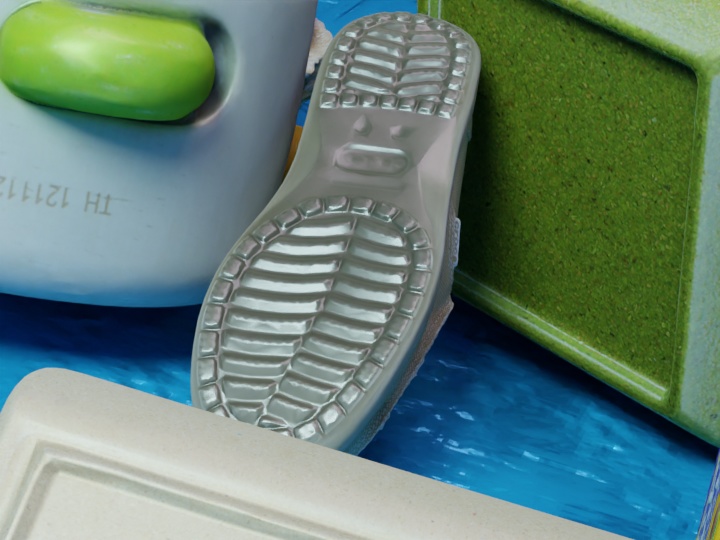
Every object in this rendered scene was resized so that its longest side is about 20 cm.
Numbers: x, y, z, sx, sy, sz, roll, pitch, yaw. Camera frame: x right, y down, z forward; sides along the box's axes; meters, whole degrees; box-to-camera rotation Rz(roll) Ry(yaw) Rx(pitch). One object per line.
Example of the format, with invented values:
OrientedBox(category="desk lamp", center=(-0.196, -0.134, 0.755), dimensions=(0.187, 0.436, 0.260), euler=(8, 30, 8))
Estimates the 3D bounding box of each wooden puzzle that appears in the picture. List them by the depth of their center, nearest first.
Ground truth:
OrientedBox(category="wooden puzzle", center=(-0.020, 0.125, 0.572), dimensions=(0.184, 0.037, 0.201), euler=(16, 54, 9))

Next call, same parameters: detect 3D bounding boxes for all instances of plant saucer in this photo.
OrientedBox(category="plant saucer", center=(0.082, -0.042, 0.953), dimensions=(0.048, 0.201, 0.200), euler=(-23, 38, -35))

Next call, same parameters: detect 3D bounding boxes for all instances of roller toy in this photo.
OrientedBox(category="roller toy", center=(-0.113, -0.061, 0.952), dimensions=(0.182, 0.140, 0.200), euler=(15, 11, 21))

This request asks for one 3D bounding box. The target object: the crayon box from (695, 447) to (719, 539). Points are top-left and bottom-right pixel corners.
OrientedBox(category="crayon box", center=(0.110, 0.092, 0.701), dimensions=(0.051, 0.126, 0.200), euler=(14, 20, 6))

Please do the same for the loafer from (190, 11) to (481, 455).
OrientedBox(category="loafer", center=(0.000, 0.000, 0.906), dimensions=(0.075, 0.068, 0.200), euler=(11, 51, 16))

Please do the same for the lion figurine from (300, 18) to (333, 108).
OrientedBox(category="lion figurine", center=(-0.102, -0.110, 1.210), dimensions=(0.199, 0.073, 0.123), euler=(3, 25, 15))
